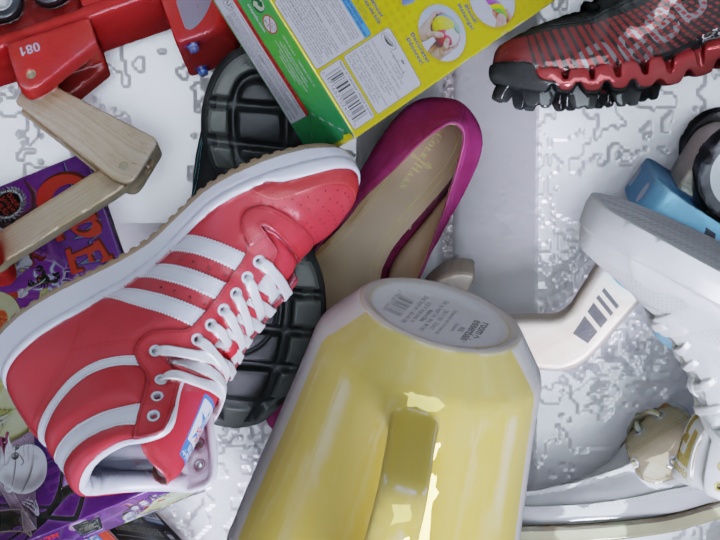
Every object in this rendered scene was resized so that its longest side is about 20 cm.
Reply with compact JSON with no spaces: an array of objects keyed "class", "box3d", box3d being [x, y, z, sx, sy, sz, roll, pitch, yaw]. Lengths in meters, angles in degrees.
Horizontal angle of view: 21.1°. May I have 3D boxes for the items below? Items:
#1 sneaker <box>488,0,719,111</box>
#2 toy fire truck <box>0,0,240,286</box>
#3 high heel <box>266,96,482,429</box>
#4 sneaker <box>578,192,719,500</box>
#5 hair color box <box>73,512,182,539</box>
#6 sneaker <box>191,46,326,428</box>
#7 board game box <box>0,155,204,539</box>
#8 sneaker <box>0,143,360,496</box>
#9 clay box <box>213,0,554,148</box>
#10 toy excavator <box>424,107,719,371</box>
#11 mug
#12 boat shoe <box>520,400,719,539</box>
[{"class":"sneaker","box3d":[0.160,-0.139,1.012,0.200,0.071,0.098,-12,97,-4]},{"class":"toy fire truck","box3d":[-0.145,-0.082,0.986,0.200,0.049,0.141,-19,72,-1]},{"class":"high heel","box3d":[0.000,0.000,1.004,0.067,0.096,0.200,23,94,-5]},{"class":"sneaker","box3d":[0.173,0.052,0.953,0.200,0.074,0.116,30,107,-7]},{"class":"hair color box","box3d":[-0.178,0.208,1.003,0.064,0.111,0.200,43,92,18]},{"class":"sneaker","box3d":[-0.054,-0.018,1.010,0.075,0.079,0.201,6,100,-8]},{"class":"board game box","box3d":[-0.164,0.044,0.980,0.120,0.032,0.200,-21,60,-4]},{"class":"sneaker","box3d":[-0.069,0.030,0.913,0.200,0.071,0.113,-33,57,0]},{"class":"clay box","box3d":[0.024,-0.156,0.981,0.200,0.048,0.115,-36,98,-33]},{"class":"toy excavator","box3d":[0.151,0.005,1.021,0.194,0.100,0.200,32,102,-4]},{"class":"mug","box3d":[0.029,0.097,0.955,0.149,0.187,0.154,3,114,-30]},{"class":"boat shoe","box3d":[0.167,0.105,1.040,0.199,0.075,0.069,-9,87,-6]}]
